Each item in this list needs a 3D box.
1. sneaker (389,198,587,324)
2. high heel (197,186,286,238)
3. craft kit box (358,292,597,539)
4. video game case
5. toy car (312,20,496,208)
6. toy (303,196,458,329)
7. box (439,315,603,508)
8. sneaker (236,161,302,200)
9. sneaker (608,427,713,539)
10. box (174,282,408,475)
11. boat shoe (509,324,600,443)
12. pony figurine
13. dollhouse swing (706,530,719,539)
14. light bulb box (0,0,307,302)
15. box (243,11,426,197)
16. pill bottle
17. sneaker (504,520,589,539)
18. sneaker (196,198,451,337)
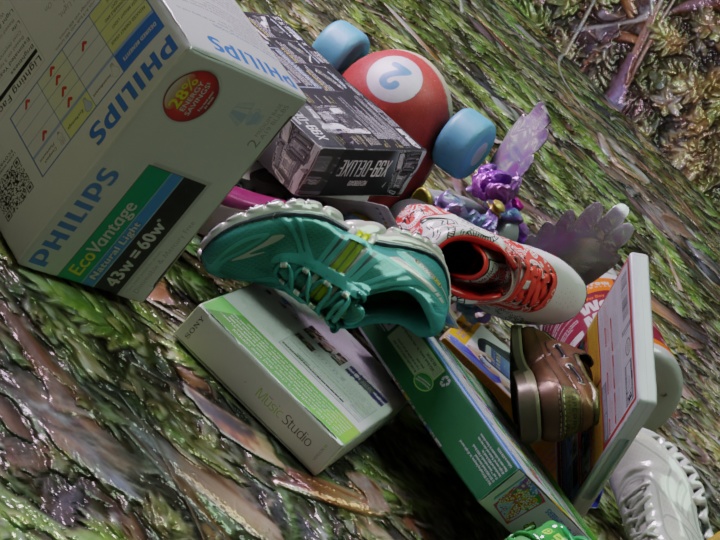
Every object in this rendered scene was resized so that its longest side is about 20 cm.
[{"bbox_3d":[0.117,0.009,1.720,0.200,0.068,0.108,25,7,-25],"label":"sneaker"},{"bbox_3d":[-0.111,-0.055,1.624,0.199,0.068,0.096,2,46,-29],"label":"high heel"},{"bbox_3d":[0.097,0.133,1.639,0.197,0.048,0.200,42,10,-50],"label":"craft kit box"},{"bbox_3d":[0.196,0.101,1.714,0.017,0.201,0.144,10,53,-10],"label":"video game case"},{"bbox_3d":[-0.015,-0.105,1.881,0.184,0.178,0.200,36,26,18],"label":"toy car"},{"bbox_3d":[0.000,0.000,1.724,0.116,0.047,0.200,58,-12,-16],"label":"toy"},{"bbox_3d":[0.145,0.125,1.864,0.200,0.042,0.119,41,16,3],"label":"box"},{"bbox_3d":[-0.105,-0.062,1.697,0.098,0.071,0.200,49,16,31],"label":"sneaker"},{"bbox_3d":[0.257,0.219,1.803,0.081,0.075,0.201,2,51,-44],"label":"sneaker"},{"bbox_3d":[-0.045,0.071,1.563,0.144,0.036,0.200,44,15,7],"label":"box"},{"bbox_3d":[0.156,0.094,1.711,0.067,0.073,0.200,-5,18,2],"label":"boat shoe"},{"bbox_3d":[0.116,-0.031,1.853,0.199,0.193,0.167,-3,53,-42],"label":"pony figurine"},{"bbox_3d":[0.351,0.292,1.660,0.201,0.181,0.176,55,9,4],"label":"dollhouse swing"},{"bbox_3d":[-0.174,-0.123,1.462,0.124,0.198,0.200,20,28,-48],"label":"light bulb box"},{"bbox_3d":[-0.061,-0.140,1.748,0.200,0.050,0.157,44,24,24],"label":"box"},{"bbox_3d":[0.240,0.071,2.102,0.109,0.110,0.200,33,18,-27],"label":"pill bottle"},{"bbox_3d":[0.109,0.208,1.479,0.074,0.084,0.200,48,18,21],"label":"sneaker"},{"bbox_3d":[-0.022,0.002,1.558,0.198,0.078,0.080,10,52,-20],"label":"sneaker"}]
